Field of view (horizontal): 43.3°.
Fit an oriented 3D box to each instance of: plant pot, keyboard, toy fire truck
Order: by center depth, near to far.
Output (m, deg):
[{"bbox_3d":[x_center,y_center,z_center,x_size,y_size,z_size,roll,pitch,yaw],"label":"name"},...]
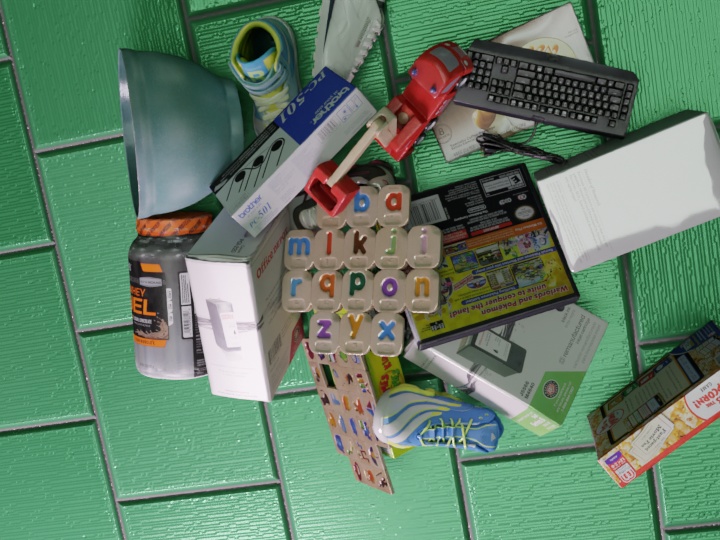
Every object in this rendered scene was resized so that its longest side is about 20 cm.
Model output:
[{"bbox_3d":[0.032,-0.158,1.005,0.049,0.141,0.200,45,128,9],"label":"toy fire truck"},{"bbox_3d":[0.203,-0.180,1.026,0.198,0.021,0.128,13,104,5],"label":"keyboard"},{"bbox_3d":[-0.215,-0.169,1.102,0.133,0.200,0.202,-7,101,-16],"label":"plant pot"}]

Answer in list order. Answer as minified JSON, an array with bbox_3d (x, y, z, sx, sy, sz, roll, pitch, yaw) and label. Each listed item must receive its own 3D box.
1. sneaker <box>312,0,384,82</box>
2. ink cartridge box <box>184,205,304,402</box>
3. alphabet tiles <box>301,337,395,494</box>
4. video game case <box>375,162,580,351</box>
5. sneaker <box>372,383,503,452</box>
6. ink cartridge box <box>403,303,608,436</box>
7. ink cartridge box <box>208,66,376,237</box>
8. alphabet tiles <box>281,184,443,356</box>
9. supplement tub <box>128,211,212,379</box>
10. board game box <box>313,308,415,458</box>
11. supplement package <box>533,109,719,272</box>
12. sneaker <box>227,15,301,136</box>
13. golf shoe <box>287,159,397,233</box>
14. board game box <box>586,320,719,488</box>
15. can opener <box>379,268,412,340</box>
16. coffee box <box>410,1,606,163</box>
[{"bbox_3d":[-0.013,-0.285,1.098,0.080,0.076,0.202,9,103,-2],"label":"sneaker"},{"bbox_3d":[-0.135,0.035,1.105,0.084,0.146,0.201,5,122,13],"label":"ink cartridge box"},{"bbox_3d":[-0.011,0.182,1.150,0.008,0.167,0.202,-21,99,-26],"label":"alphabet tiles"},{"bbox_3d":[0.133,-0.019,1.069,0.198,0.026,0.182,-16,71,-7],"label":"video game case"},{"bbox_3d":[0.104,0.178,1.084,0.104,0.199,0.076,2,85,37],"label":"sneaker"},{"bbox_3d":[0.173,0.084,1.099,0.199,0.084,0.146,29,71,2],"label":"ink cartridge box"},{"bbox_3d":[-0.080,-0.139,1.045,0.200,0.094,0.044,-46,127,1],"label":"ink cartridge box"},{"bbox_3d":[0.000,0.000,1.055,0.198,0.015,0.197,-1,83,24],"label":"alphabet tiles"},{"bbox_3d":[-0.233,0.029,1.163,0.121,0.123,0.202,0,100,9],"label":"supplement tub"},{"bbox_3d":[0.007,0.127,1.145,0.047,0.101,0.202,-23,104,-29],"label":"board game box"},{"bbox_3d":[0.316,-0.095,1.055,0.199,0.117,0.118,-22,96,13],"label":"supplement package"},{"bbox_3d":[-0.110,-0.207,1.095,0.079,0.131,0.202,-12,99,9],"label":"sneaker"},{"bbox_3d":[-0.049,-0.079,1.132,0.199,0.088,0.078,-26,97,14],"label":"golf shoe"},{"bbox_3d":[0.365,0.154,1.077,0.200,0.152,0.046,-41,92,14],"label":"board game box"},{"bbox_3d":[0.039,0.016,1.140,0.078,0.063,0.202,8,110,8],"label":"can opener"},{"bbox_3d":[0.173,-0.219,1.073,0.199,0.080,0.115,-22,97,12],"label":"coffee box"}]
